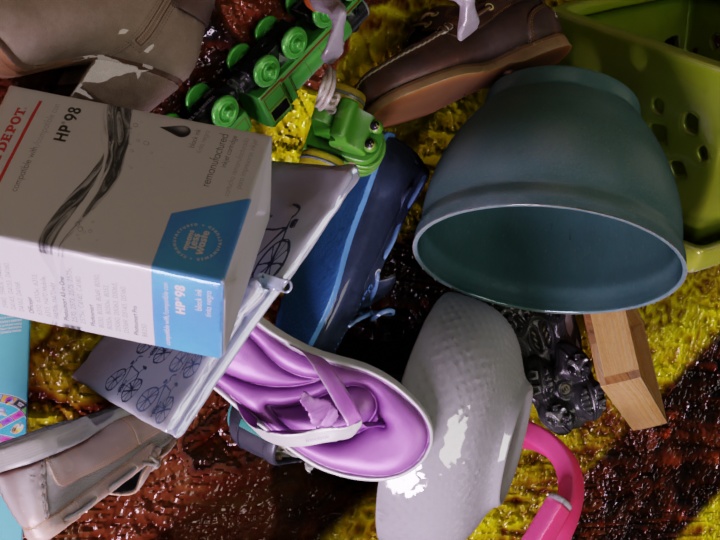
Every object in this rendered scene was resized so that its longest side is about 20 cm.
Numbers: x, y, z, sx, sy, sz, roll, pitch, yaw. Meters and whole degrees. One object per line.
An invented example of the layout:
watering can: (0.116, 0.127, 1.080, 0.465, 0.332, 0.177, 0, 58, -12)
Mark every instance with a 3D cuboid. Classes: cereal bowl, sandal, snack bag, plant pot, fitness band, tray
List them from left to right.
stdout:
snack bag: (-0.094, 0.004, 0.897, 0.021, 0.188, 0.201, 40, 78, -25)
sandal: (-0.046, 0.088, 0.982, 0.201, 0.050, 0.083, 27, 101, 1)
cereal bowl: (0.080, 0.123, 1.091, 0.200, 0.082, 0.202, 15, 90, -76)
fitness band: (0.096, 0.211, 1.156, 0.201, 0.143, 0.037, -54, 129, -11)
plant pot: (0.144, -0.066, 1.057, 0.200, 0.199, 0.136, 29, 60, -42)
tray: (0.221, 0.067, 1.201, 0.200, 0.037, 0.100, 44, 34, -66)
plant pot: (0.275, -0.118, 1.166, 0.198, 0.199, 0.184, -17, 121, -36)

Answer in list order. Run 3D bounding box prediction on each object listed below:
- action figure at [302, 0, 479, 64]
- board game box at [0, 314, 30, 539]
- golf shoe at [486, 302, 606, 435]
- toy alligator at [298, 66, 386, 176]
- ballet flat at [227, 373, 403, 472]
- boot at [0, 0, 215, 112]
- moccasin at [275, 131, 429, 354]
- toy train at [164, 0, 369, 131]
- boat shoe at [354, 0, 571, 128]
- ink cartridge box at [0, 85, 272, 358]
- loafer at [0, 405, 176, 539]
action figure: (0.011, -0.235, 0.910, 0.198, 0.195, 0.105, -21, 158, -20)
board game box: (-0.279, 0.106, 0.864, 0.150, 0.047, 0.203, -7, 109, -40)
golf shoe: (0.144, 0.036, 1.194, 0.077, 0.094, 0.202, -14, 93, -1)
toy alligator: (-0.007, -0.090, 0.941, 0.054, 0.200, 0.060, 18, 82, -3)
ballet flat: (-0.008, 0.119, 1.087, 0.198, 0.073, 0.074, 2, 103, -41)
boot: (-0.176, -0.172, 0.852, 0.200, 0.070, 0.147, 45, 69, -41)
moccasin: (0.000, 0.000, 1.041, 0.068, 0.080, 0.202, 26, 89, -31)
toy train: (-0.061, -0.135, 0.974, 0.200, 0.042, 0.057, -47, 139, -18)
boat shoe: (0.069, -0.163, 1.063, 0.199, 0.070, 0.071, -24, 82, -36)
ink cartridge box: (-0.158, -0.033, 0.800, 0.067, 0.197, 0.117, 96, 6, -49)
loafer: (-0.167, 0.122, 0.905, 0.200, 0.071, 0.064, -10, 82, -70)
